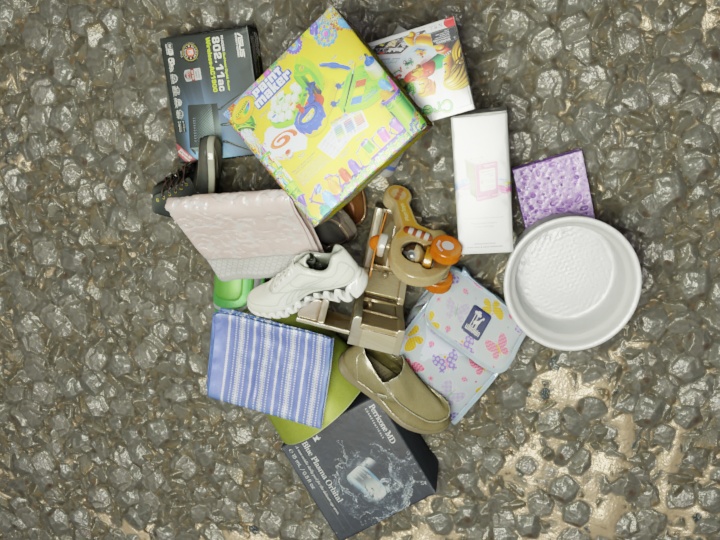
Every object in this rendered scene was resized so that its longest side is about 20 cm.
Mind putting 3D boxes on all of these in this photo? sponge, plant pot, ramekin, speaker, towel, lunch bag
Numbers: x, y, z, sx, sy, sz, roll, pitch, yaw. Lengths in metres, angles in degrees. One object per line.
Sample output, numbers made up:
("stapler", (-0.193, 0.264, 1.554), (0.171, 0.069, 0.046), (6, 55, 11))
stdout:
("sponge", (0.313, -0.078, 1.171), (0.110, 0.030, 0.204), (-13, 101, 12))
("plant pot", (-0.115, 0.140, 1.199), (0.186, 0.188, 0.201), (-35, 103, 15))
("ramekin", (0.314, 0.009, 1.126), (0.196, 0.098, 0.205), (2, 104, 7))
("speaker", (-0.202, -0.023, 1.241), (0.087, 0.089, 0.204), (7, 104, 7))
("towel", (-0.162, -0.049, 1.100), (0.196, 0.033, 0.192), (-3, 145, 17))
("towel", (-0.141, 0.147, 1.118), (0.196, 0.024, 0.148), (12, 102, 16))
("lunch bag", (0.149, 0.112, 1.192), (0.169, 0.127, 0.201), (38, 106, -5))

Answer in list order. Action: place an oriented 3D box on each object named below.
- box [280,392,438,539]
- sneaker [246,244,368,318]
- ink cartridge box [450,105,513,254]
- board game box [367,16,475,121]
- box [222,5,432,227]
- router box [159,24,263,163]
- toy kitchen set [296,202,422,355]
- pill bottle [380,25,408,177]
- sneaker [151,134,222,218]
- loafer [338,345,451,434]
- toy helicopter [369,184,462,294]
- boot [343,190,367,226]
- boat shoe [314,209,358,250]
("box", (0.002, 0.316, 1.272), (0.198, 0.118, 0.199), (-31, 97, 13))
("sneaker", (-0.089, 0.013, 1.094), (0.197, 0.076, 0.081), (-17, 132, 22))
("ink cartridge box", (0.185, -0.140, 1.118), (0.083, 0.145, 0.204), (-2, 103, 11))
("board game box", (0.053, -0.264, 1.049), (0.196, 0.035, 0.129), (-14, 99, 14))
("box", (-0.039, -0.202, 0.995), (0.199, 0.122, 0.193), (-39, 92, 14))
("router box", (-0.229, -0.280, 1.195), (0.147, 0.062, 0.204), (-5, 102, 9))
("toy kitchen set", (0.000, 0.000, 1.143), (0.160, 0.200, 0.184), (13, 105, -2))
("pill bottle", (0.048, -0.257, 1.129), (0.113, 0.114, 0.202), (30, 106, 1))
("sneaker", (-0.279, -0.139, 1.180), (0.104, 0.076, 0.201), (11, 141, -8))
("loafer", (0.058, 0.177, 1.131), (0.198, 0.076, 0.068), (31, 133, -1))
("toy helicopter", (0.064, -0.055, 1.119), (0.130, 0.202, 0.080), (-4, 138, -14))
("boot", (-0.056, -0.150, 1.149), (0.075, 0.155, 0.203), (-18, 100, 12))
("boat shoe", (-0.075, -0.052, 1.164), (0.075, 0.199, 0.074), (50, 64, -20))
